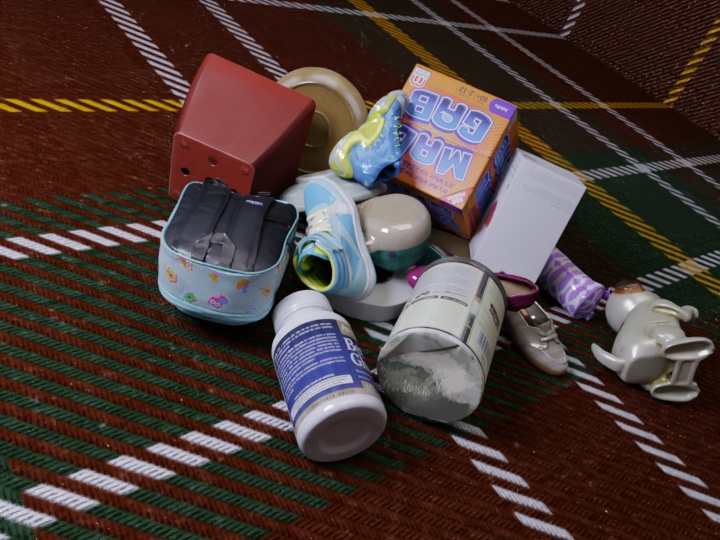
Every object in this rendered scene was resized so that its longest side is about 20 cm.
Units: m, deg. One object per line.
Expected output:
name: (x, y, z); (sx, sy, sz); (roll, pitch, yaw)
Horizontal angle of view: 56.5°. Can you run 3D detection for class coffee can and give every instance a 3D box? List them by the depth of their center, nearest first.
coffee can: (0.120, 0.092, 0.943); (0.145, 0.148, 0.200); (27, 35, 6)

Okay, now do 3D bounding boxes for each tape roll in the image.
tape roll: (0.000, 0.000, 1.090); (0.200, 0.037, 0.204); (15, 36, -11)

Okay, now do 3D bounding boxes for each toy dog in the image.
toy dog: (0.492, 0.113, 1.171); (0.191, 0.141, 0.201); (-7, 35, 10)

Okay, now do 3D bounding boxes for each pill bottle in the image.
pill bottle: (-0.049, 0.122, 0.835); (0.109, 0.112, 0.201); (3, 40, -27)

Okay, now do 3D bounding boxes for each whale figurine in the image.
whale figurine: (0.015, -0.056, 1.077); (0.196, 0.105, 0.160); (1, 36, 10)

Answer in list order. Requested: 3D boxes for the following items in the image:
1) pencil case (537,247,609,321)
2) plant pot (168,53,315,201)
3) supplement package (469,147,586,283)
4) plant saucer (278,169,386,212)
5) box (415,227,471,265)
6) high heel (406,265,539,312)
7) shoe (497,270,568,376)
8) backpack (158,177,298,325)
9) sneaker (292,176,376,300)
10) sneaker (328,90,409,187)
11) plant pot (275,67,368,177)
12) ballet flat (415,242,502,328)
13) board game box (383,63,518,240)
pencil case: (0.374, -0.001, 1.265); (0.085, 0.084, 0.201); (-33, 58, -11)
plant pot: (-0.211, -0.194, 1.097); (0.198, 0.201, 0.177); (24, 45, 0)
supplement package: (0.285, -0.091, 1.176); (0.118, 0.202, 0.121); (23, 19, -2)
plant saucer: (-0.055, -0.141, 1.134); (0.197, 0.051, 0.200); (-11, 13, 2)
box: (0.193, -0.006, 1.222); (0.197, 0.021, 0.165); (18, 36, -9)
high heel: (0.172, 0.017, 1.028); (0.197, 0.096, 0.069); (9, 71, -2)
shoe: (0.276, 0.085, 1.110); (0.069, 0.054, 0.201); (-18, 62, -39)
backpack: (-0.182, -0.015, 0.899); (0.173, 0.155, 0.201); (16, 25, -7)
sneaker: (-0.056, -0.054, 0.959); (0.130, 0.079, 0.202); (4, 57, -57)
sneaker: (0.040, -0.206, 1.095); (0.105, 0.076, 0.200); (38, 66, 7)
plant pot: (-0.083, -0.250, 1.177); (0.197, 0.202, 0.028); (22, 24, -2)
ballet flat: (0.167, 0.027, 1.118); (0.201, 0.073, 0.073); (50, 41, 13)
board game box: (0.155, -0.209, 1.223); (0.198, 0.202, 0.200); (28, -5, 18)
